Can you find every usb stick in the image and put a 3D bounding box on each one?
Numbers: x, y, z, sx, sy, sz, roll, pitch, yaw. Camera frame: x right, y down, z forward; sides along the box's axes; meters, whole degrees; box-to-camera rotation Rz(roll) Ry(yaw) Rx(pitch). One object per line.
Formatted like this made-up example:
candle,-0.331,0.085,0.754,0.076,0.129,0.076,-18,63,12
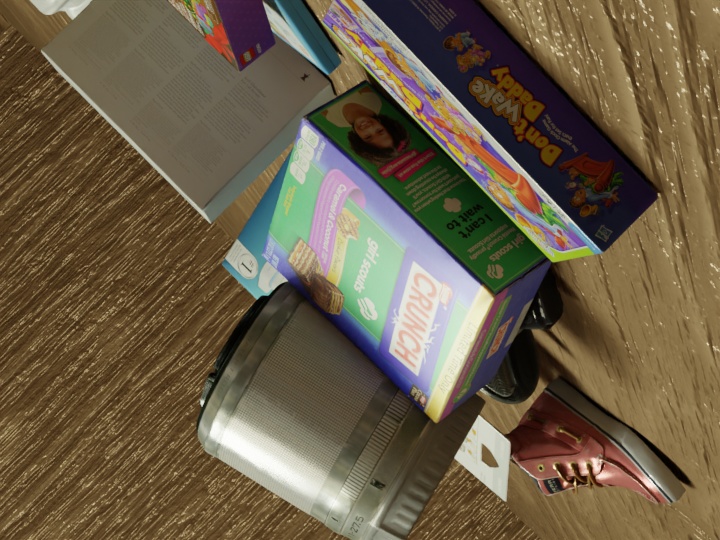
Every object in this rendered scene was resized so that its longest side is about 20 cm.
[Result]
usb stick,0.076,0.020,1.500,0.199,0.033,0.056,-1,112,48

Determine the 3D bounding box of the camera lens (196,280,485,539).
camera lens,-0.020,0.115,1.531,0.199,0.161,0.160,31,173,6

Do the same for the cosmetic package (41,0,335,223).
cosmetic package,-0.142,-0.163,1.587,0.200,0.151,0.052,45,176,13

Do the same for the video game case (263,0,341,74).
video game case,-0.103,-0.237,1.444,0.200,0.018,0.143,41,172,41

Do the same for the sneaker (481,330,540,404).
sneaker,0.097,0.036,1.717,0.201,0.075,0.116,55,-179,12

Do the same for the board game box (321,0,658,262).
board game box,0.068,-0.093,1.068,0.200,0.045,0.134,46,175,-2

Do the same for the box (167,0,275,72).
box,-0.131,-0.243,1.344,0.137,0.039,0.200,46,168,26

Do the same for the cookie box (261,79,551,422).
cookie box,0.031,-0.012,1.433,0.200,0.075,0.172,43,144,17

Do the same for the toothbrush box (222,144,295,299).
toothbrush box,0.000,0.000,1.644,0.200,0.147,0.085,43,-151,19

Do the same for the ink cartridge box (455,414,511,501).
ink cartridge box,0.088,0.127,1.840,0.173,0.044,0.200,38,164,17

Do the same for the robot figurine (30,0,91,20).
robot figurine,-0.296,-0.321,1.780,0.200,0.113,0.170,46,-157,-12

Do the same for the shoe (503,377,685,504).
shoe,0.209,0.180,1.752,0.072,0.091,0.200,49,173,-38
